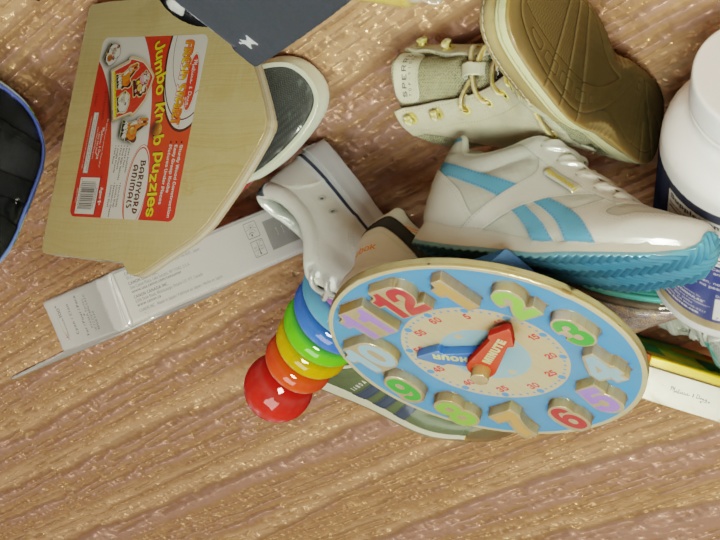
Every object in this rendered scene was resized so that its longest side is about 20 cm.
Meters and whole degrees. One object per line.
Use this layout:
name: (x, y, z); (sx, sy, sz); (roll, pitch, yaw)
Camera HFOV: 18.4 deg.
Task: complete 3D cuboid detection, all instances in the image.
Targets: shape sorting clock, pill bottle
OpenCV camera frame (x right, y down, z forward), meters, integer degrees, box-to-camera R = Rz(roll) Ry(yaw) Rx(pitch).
shape sorting clock: (0.076, 0.051, 1.355); (0.198, 0.039, 0.201); (14, 148, 9)
pill bottle: (0.232, -0.055, 1.335); (0.110, 0.112, 0.201); (16, 149, 14)

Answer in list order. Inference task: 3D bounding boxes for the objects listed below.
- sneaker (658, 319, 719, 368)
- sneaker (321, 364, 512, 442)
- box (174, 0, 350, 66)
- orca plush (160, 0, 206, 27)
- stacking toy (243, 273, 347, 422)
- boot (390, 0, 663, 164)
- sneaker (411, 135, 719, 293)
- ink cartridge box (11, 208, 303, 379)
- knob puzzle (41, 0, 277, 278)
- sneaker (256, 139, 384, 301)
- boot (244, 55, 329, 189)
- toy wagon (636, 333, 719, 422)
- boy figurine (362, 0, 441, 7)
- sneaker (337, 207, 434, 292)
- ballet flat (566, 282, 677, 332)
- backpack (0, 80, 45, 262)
sneaker: (0.244, 0.032, 1.486); (0.199, 0.089, 0.075); (6, 147, 29)
sneaker: (0.029, 0.072, 1.719); (0.199, 0.067, 0.090); (16, 154, 20)
box: (-0.046, -0.235, 1.164); (0.148, 0.201, 0.104); (36, 148, -19)
orca plush: (-0.117, -0.225, 1.311); (0.070, 0.106, 0.201); (-6, 149, -8)
stacking toy: (-0.027, 0.047, 1.657); (0.085, 0.086, 0.200); (29, 133, -8)
boot: (0.080, -0.120, 1.354); (0.154, 0.073, 0.200); (6, 165, 33)
sneaker: (0.123, -0.036, 1.325); (0.199, 0.081, 0.076); (8, 167, 34)
ink cartridge box: (-0.146, 0.010, 1.634); (0.176, 0.199, 0.045); (-22, 91, 50)
knob puzzle: (-0.122, -0.091, 1.469); (0.219, 0.222, 0.030); (-7, 163, 42)
sneaker: (0.000, 0.000, 1.532); (0.200, 0.071, 0.073); (52, 174, 31)
boot: (-0.091, -0.087, 1.570); (0.199, 0.144, 0.073); (-36, 88, 20)
toy wagon: (0.210, 0.072, 1.553); (0.154, 0.040, 0.200); (18, -174, -2)
boy figurine: (-0.005, -0.200, 1.329); (0.199, 0.065, 0.124); (-6, 141, 36)
sneaker: (0.080, 0.028, 1.435); (0.199, 0.080, 0.074); (32, 135, -21)
ballet flat: (0.136, 0.010, 1.474); (0.199, 0.068, 0.068); (17, 133, 23)
backpack: (-0.338, -0.082, 1.644); (0.199, 0.184, 0.147); (26, 173, -9)
